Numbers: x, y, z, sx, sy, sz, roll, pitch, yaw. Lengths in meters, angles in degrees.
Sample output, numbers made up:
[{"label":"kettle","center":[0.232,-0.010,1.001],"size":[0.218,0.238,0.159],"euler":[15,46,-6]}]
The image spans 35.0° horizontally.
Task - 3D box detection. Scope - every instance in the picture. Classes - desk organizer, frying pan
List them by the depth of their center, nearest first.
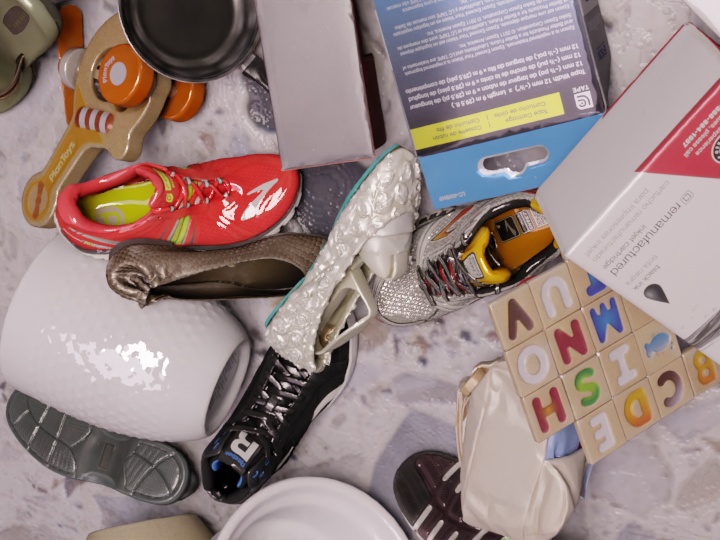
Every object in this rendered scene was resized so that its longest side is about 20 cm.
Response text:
[{"label":"desk organizer","center":[-0.032,-0.182,0.833],"size":[0.070,0.077,0.204],"euler":[-7,101,12]},{"label":"frying pan","center":[-0.097,-0.189,0.881],"size":[0.188,0.031,0.117],"euler":[19,86,-23]}]

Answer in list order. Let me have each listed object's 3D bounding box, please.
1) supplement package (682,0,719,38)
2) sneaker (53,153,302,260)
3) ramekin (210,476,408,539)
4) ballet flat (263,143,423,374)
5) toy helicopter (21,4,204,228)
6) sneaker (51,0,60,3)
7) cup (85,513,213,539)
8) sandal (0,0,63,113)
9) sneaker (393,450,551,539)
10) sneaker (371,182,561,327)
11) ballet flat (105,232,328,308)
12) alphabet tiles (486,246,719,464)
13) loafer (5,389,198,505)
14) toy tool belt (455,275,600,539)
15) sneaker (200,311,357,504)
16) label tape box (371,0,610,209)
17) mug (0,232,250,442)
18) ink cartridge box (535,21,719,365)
[{"label":"supplement package","center":[0.292,-0.160,0.680],"size":[0.200,0.120,0.121],"euler":[45,119,2]},{"label":"sneaker","center":[-0.141,-0.052,0.891],"size":[0.197,0.085,0.078],"euler":[-13,75,-4]},{"label":"ramekin","center":[-0.052,0.283,0.953],"size":[0.201,0.200,0.098],"euler":[49,144,-1]},{"label":"ballet flat","center":[0.000,0.000,0.864],"size":[0.071,0.072,0.201],"euler":[38,117,5]},{"label":"toy helicopter","center":[-0.227,-0.124,0.939],"size":[0.132,0.078,0.201],"euler":[47,111,26]},{"label":"sneaker","center":[-0.257,-0.250,0.894],"size":[0.197,0.082,0.075],"euler":[-7,84,26]},{"label":"cup","center":[-0.190,0.303,1.040],"size":[0.198,0.199,0.146],"euler":[-17,77,27]},{"label":"sandal","center":[-0.301,-0.176,0.925],"size":[0.079,0.058,0.200],"euler":[37,152,-15]},{"label":"sneaker","center":[0.108,0.240,0.942],"size":[0.199,0.076,0.116],"euler":[35,154,31]},{"label":"sneaker","center":[0.081,-0.015,0.847],"size":[0.199,0.082,0.078],"euler":[-33,95,31]},{"label":"ballet flat","center":[-0.100,0.005,0.897],"size":[0.197,0.047,0.068],"euler":[1,137,-18]},{"label":"alphabet tiles","center":[0.179,0.026,0.777],"size":[0.008,0.198,0.169],"euler":[4,118,64]},{"label":"loafer","center":[-0.241,0.168,1.068],"size":[0.198,0.063,0.073],"euler":[23,80,17]},{"label":"toy tool belt","center":[0.140,0.096,0.861],"size":[0.123,0.122,0.204],"euler":[15,104,30]},{"label":"sneaker","center":[-0.070,0.118,0.946],"size":[0.072,0.112,0.202],"euler":[31,118,8]},{"label":"label tape box","center":[0.095,-0.159,0.798],"size":[0.141,0.066,0.203],"euler":[-11,107,26]},{"label":"mug","center":[-0.189,0.079,0.977],"size":[0.173,0.149,0.201],"euler":[22,145,11]},{"label":"ink cartridge box","center":[0.234,-0.031,0.718],"size":[0.198,0.083,0.147],"euler":[31,113,-23]}]
